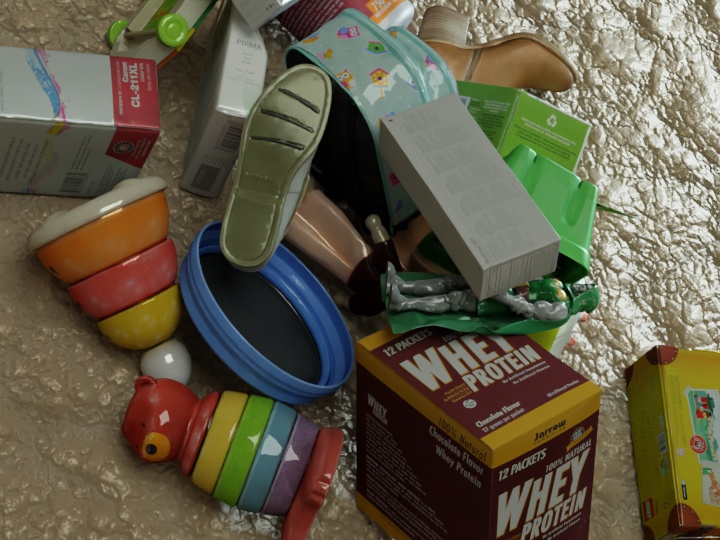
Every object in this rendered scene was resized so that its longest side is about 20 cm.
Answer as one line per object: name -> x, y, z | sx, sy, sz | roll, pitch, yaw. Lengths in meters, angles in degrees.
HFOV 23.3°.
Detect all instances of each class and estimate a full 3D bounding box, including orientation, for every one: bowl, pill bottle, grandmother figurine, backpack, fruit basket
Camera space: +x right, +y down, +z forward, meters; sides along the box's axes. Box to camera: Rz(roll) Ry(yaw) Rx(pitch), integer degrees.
bowl -> -0.091, 0.042, 1.676 | 0.200, 0.039, 0.201 | 37, 27, -22
pill bottle -> -0.047, -0.306, 1.873 | 0.200, 0.113, 0.113 | 43, 57, 1
grandmother figurine -> 0.000, 0.000, 1.738 | 0.200, 0.122, 0.060 | 42, 55, 16
backpack -> 0.014, -0.159, 1.742 | 0.153, 0.201, 0.176 | -36, 50, -11
fruit basket -> 0.140, 0.005, 1.720 | 0.154, 0.216, 0.217 | 29, 58, -7

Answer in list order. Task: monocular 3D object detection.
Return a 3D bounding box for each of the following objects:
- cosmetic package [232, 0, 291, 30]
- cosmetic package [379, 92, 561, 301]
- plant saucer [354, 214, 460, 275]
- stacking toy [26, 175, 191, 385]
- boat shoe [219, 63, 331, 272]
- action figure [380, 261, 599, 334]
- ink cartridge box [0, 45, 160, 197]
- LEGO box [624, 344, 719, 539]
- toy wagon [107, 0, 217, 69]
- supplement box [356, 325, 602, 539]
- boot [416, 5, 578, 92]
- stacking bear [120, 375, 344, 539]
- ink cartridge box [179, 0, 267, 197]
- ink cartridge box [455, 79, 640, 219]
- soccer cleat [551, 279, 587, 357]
cosmetic package -> -0.066, -0.314, 1.725 | 0.083, 0.050, 0.200 | 52, 39, -5
cosmetic package -> 0.097, -0.070, 1.598 | 0.082, 0.051, 0.201 | -19, 54, -19
plant saucer -> 0.090, -0.037, 1.850 | 0.198, 0.032, 0.202 | 9, 63, -18
stacking toy -> -0.214, 0.024, 1.650 | 0.145, 0.146, 0.202 | -26, 93, -31
boat shoe -> -0.083, -0.097, 1.646 | 0.074, 0.068, 0.202 | 23, 83, 2
action figure -> 0.122, 0.023, 1.601 | 0.197, 0.055, 0.119 | 2, 30, -7
ink cartridge box -> -0.304, -0.141, 1.664 | 0.198, 0.146, 0.084 | 3, 65, -22
LEGO box -> 0.367, 0.188, 1.830 | 0.147, 0.077, 0.202 | 7, 63, -20
toy wagon -> -0.206, -0.244, 1.753 | 0.040, 0.155, 0.201 | 40, 76, -24
supplement box -> 0.104, 0.166, 1.612 | 0.132, 0.202, 0.197 | -23, 40, -30
boot -> 0.140, -0.190, 1.928 | 0.198, 0.074, 0.156 | 17, 65, -11
stacking bear -> -0.125, 0.163, 1.619 | 0.198, 0.122, 0.114 | 22, 38, -3
ink cartridge box -> -0.130, -0.199, 1.757 | 0.050, 0.161, 0.202 | 16, 60, -12
ink cartridge box -> 0.191, -0.127, 1.839 | 0.198, 0.147, 0.077 | 20, 90, -30
soccer cleat -> 0.178, 0.073, 1.814 | 0.077, 0.069, 0.201 | 30, 61, -3
